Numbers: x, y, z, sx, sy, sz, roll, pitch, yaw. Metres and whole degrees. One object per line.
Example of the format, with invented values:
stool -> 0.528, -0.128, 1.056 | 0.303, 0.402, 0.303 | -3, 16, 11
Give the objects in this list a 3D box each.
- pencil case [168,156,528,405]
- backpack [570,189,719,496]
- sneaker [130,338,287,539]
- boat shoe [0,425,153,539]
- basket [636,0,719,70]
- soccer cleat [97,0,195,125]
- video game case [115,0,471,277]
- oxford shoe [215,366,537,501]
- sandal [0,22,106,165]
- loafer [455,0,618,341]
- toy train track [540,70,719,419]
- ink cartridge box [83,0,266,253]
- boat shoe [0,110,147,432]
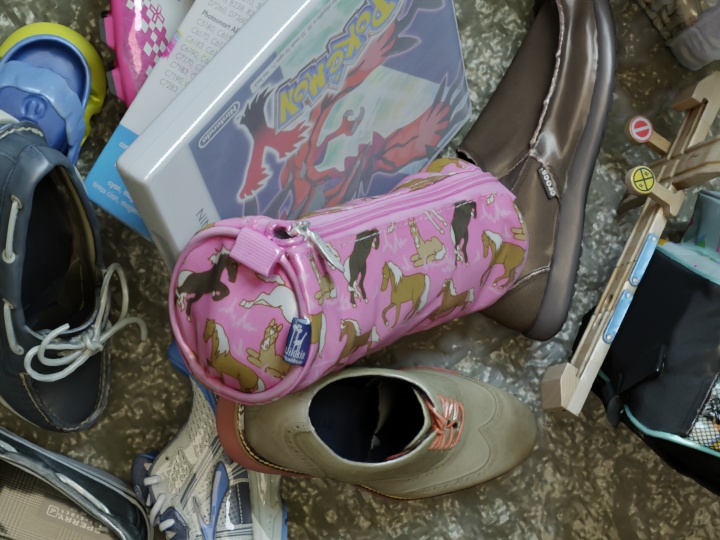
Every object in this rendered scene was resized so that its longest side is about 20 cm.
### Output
pencil case -> 0.000, 0.000, 0.771 | 0.086, 0.199, 0.084 | -9, 96, 37
backpack -> 0.230, 0.053, 0.827 | 0.199, 0.176, 0.154 | 32, 92, -10
sneaker -> -0.079, 0.126, 0.848 | 0.084, 0.077, 0.203 | 6, 81, -5
boat shoe -> -0.200, 0.108, 0.831 | 0.197, 0.071, 0.073 | 16, 89, -6
basket -> 0.206, -0.232, 0.811 | 0.200, 0.198, 0.161 | -44, 91, -3
soccer cleat -> -0.095, -0.154, 0.839 | 0.085, 0.070, 0.203 | -7, 91, -6
video game case -> -0.020, -0.065, 0.778 | 0.023, 0.183, 0.200 | 31, 69, 26
oxford shoe -> 0.026, 0.083, 0.820 | 0.198, 0.074, 0.072 | 4, 84, -39
sandal -> -0.187, -0.032, 0.824 | 0.078, 0.087, 0.203 | 14, 91, -8
loafer -> 0.088, -0.066, 0.858 | 0.070, 0.073, 0.203 | 8, 90, -7
toy train track -> 0.135, -0.020, 0.831 | 0.032, 0.115, 0.202 | 30, 73, -12
ink cartridge box -> -0.041, -0.093, 0.817 | 0.067, 0.115, 0.201 | 30, 87, 25
boat shoe -> -0.149, 0.012, 0.788 | 0.061, 0.202, 0.075 | 27, 47, 30
